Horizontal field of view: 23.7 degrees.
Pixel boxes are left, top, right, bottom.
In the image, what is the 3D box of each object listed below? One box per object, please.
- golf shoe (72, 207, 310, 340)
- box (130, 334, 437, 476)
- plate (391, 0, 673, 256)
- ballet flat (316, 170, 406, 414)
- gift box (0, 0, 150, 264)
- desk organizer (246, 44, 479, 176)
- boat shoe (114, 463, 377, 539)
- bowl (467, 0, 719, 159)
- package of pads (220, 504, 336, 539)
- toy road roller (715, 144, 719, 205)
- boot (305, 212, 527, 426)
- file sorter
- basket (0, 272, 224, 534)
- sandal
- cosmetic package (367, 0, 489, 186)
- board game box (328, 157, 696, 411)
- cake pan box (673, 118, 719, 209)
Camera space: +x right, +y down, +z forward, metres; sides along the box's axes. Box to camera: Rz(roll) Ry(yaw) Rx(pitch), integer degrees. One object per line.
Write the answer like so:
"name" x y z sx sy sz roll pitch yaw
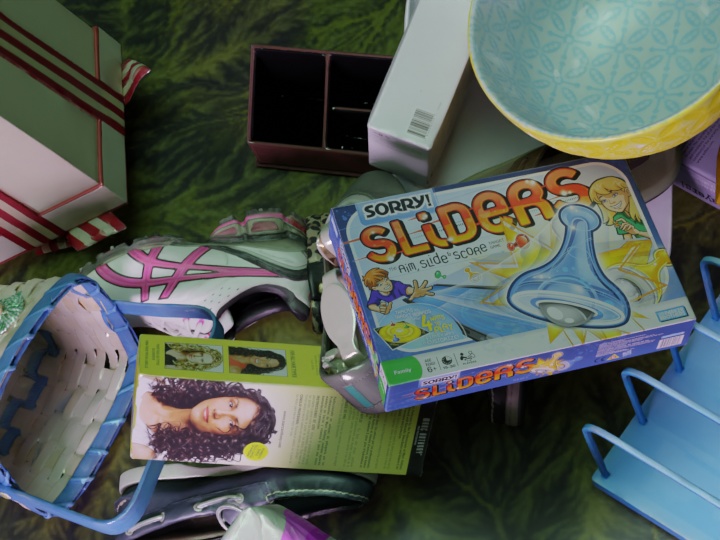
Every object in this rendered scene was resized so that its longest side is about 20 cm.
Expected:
"golf shoe" -0.132 0.019 1.301 0.200 0.073 0.092 -15 61 10
"box" -0.052 0.091 1.154 0.200 0.075 0.050 3 33 -9
"plate" 0.125 -0.104 1.231 0.200 0.032 0.200 5 76 1
"ballet flat" 0.000 0.000 1.136 0.067 0.064 0.200 -28 46 28
"gift box" -0.277 -0.115 1.344 0.200 0.187 0.185 -18 58 26
"desk organizer" 0.007 -0.120 1.324 0.200 0.077 0.072 7 67 20
"boat shoe" -0.084 0.168 1.211 0.200 0.075 0.062 -5 62 16
"bowl" 0.181 -0.150 1.127 0.200 0.108 0.200 -11 62 22
"package of pads" 0.002 0.223 1.084 0.200 0.155 0.068 32 84 6
"toy road roller" 0.304 -0.116 1.099 0.123 0.146 0.200 13 32 6
"boot" 0.040 0.027 1.227 0.150 0.073 0.200 -6 58 0
"file sorter" 0.255 0.077 1.124 0.139 0.123 0.200 31 77 28
"basket" -0.211 0.094 1.235 0.200 0.139 0.176 8 58 26
"sandal" 0.127 -0.054 1.171 0.201 0.057 0.080 -30 77 -7
"cosmetic package" 0.061 -0.166 1.190 0.051 0.083 0.200 20 76 8
"board game box" 0.093 0.004 1.085 0.200 0.034 0.135 -12 59 -11
"cake pan box" 0.301 -0.137 1.258 0.184 0.052 0.200 32 77 26
